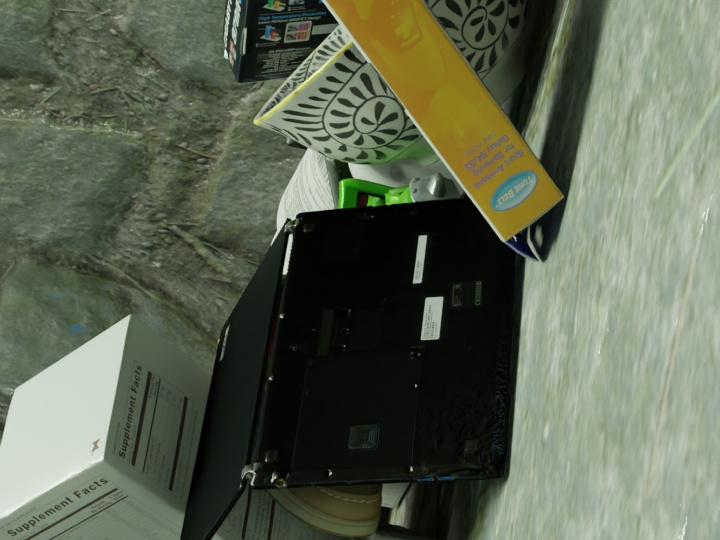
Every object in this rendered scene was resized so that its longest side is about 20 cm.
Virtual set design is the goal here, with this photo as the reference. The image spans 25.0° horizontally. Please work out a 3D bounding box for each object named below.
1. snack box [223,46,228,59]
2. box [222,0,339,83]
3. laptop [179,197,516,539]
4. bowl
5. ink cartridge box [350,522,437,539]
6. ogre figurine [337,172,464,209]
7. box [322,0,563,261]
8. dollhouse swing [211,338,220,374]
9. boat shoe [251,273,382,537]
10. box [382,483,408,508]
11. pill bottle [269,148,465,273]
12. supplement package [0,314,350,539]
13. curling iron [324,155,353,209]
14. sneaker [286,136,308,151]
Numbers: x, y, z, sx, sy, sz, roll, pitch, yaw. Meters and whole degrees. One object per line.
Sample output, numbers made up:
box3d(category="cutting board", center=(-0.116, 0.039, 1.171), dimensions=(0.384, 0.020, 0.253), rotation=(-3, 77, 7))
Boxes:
box3d(category="snack box", center=(-0.003, -0.167, 1.266), dimensions=(0.200, 0.115, 0.037), rotation=(-12, -62, -60))
box3d(category="box", center=(0.012, -0.203, 1.090), dimensions=(0.159, 0.198, 0.046), rotation=(104, 153, -55))
box3d(category="laptop", center=(-0.009, 0.064, 0.864), dimensions=(0.104, 0.198, 0.178), rotation=(69, -159, -48))
box3d(category="bowl", center=(0.037, -0.126, 0.976), dimensions=(0.201, 0.094, 0.201), rotation=(-42, 10, 10))
box3d(category="ink cartridge box", center=(0.015, 0.166, 1.021), dimensions=(0.200, 0.044, 0.178), rotation=(129, 149, -82))
box3d(category="ogre figurine", center=(0.027, 0.007, 0.974), dimensions=(0.200, 0.097, 0.121), rotation=(32, -120, -84))
box3d(category="box", center=(0.034, -0.095, 0.784), dimensions=(0.041, 0.200, 0.119), rotation=(-38, 11, 8))
box3d(category="dollhouse swing", center=(-0.056, 0.150, 1.369), dimensions=(0.176, 0.180, 0.202), rotation=(-157, 70, -79))
box3d(category="boat shoe", center=(-0.031, 0.071, 0.944), dimensions=(0.070, 0.073, 0.200), rotation=(-67, 31, 25))
box3d(category="box", center=(0.034, 0.081, 1.193), dimensions=(0.200, 0.036, 0.146), rotation=(110, 170, -68))
box3d(category="pill bottle", center=(0.004, -0.050, 1.187), dimensions=(0.200, 0.112, 0.114), rotation=(124, 160, -55))
box3d(category="supplement package", center=(-0.111, 0.140, 0.983), dimensions=(0.113, 0.200, 0.110), rotation=(-30, 36, 29))
box3d(category="curling iron", center=(0.000, 0.000, 1.076), dimensions=(0.050, 0.025, 0.201), rotation=(-67, -23, -44))
box3d(category="sneaker", center=(0.010, -0.098, 1.285), dimensions=(0.200, 0.139, 0.078), rotation=(109, 172, -75))
